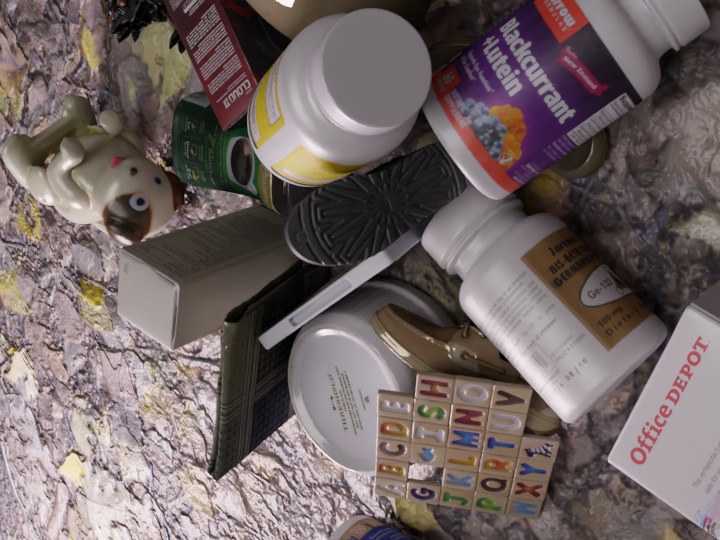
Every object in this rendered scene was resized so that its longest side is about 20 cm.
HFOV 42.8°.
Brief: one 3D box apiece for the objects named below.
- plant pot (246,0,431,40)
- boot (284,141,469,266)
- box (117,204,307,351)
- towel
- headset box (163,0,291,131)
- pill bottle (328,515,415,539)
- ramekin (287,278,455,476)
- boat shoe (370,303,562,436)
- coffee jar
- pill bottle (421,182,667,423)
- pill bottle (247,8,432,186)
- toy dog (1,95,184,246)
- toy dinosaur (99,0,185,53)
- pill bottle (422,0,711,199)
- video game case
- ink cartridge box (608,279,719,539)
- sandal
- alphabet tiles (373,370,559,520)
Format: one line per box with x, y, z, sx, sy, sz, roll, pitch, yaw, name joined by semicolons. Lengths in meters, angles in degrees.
-0.009;-0.260;0.786;0.199;0.201;0.135;12;145;38;plant pot
-0.010;-0.050;0.807;0.066;0.164;0.200;69;163;-7;boot
-0.151;0.002;0.974;0.094;0.199;0.078;29;123;30;box
-0.100;0.096;0.971;0.034;0.192;0.202;21;119;21;towel
-0.090;-0.230;0.873;0.075;0.148;0.202;-28;86;46;headset box
0.056;0.349;0.975;0.199;0.111;0.112;16;115;36;pill bottle
0.012;0.116;0.943;0.201;0.094;0.205;15;115;36;ramekin
0.105;0.075;0.837;0.199;0.071;0.065;28;106;-4;boat shoe
-0.108;-0.123;0.970;0.199;0.085;0.105;21;116;36;coffee jar
0.148;0.018;0.774;0.200;0.114;0.115;48;130;18;pill bottle
-0.018;-0.131;0.710;0.200;0.110;0.112;174;77;-73;pill bottle
-0.316;-0.102;1.131;0.199;0.139;0.196;21;131;35;toy dog
-0.238;-0.323;1.016;0.200;0.101;0.137;127;129;-62;toy dinosaur
0.151;-0.153;0.687;0.199;0.111;0.112;-36;80;20;pill bottle
0.000;0.000;0.879;0.018;0.143;0.200;53;133;-2;video game case
0.311;0.111;0.642;0.199;0.145;0.148;35;126;27;ink cartridge box
0.118;-0.140;0.786;0.199;0.054;0.081;36;126;27;sandal
0.096;0.164;0.846;0.165;0.008;0.201;8;135;7;alphabet tiles
